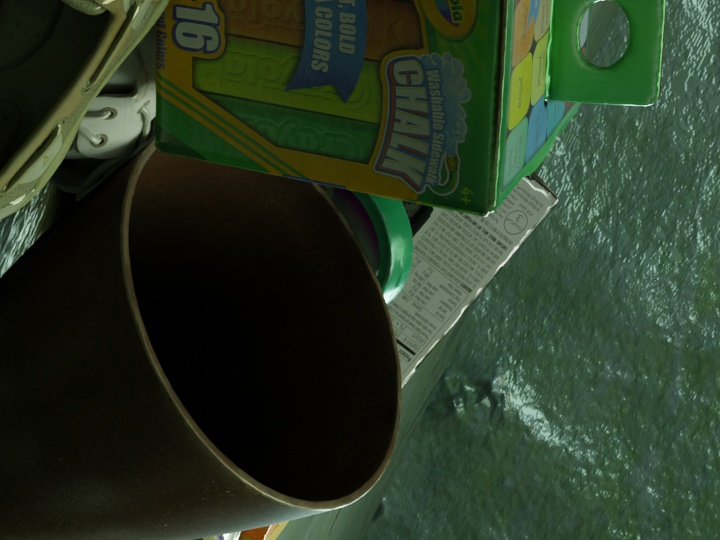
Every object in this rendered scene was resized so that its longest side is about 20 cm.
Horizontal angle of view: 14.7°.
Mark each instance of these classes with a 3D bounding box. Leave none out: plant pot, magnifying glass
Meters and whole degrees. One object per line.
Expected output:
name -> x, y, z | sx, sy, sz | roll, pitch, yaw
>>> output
plant pot -> -0.115, 0.055, 1.313 | 0.199, 0.188, 0.187 | -26, -166, 33
magnifying glass -> -0.044, 0.003, 1.402 | 0.022, 0.080, 0.200 | -24, 177, -41

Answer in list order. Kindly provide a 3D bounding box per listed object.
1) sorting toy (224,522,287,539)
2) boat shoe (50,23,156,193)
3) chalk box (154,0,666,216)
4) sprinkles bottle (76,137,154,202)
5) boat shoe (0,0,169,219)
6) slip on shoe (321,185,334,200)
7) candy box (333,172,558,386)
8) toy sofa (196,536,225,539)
sorting toy -> -0.032, 0.094, 1.679 | 0.200, 0.036, 0.186 | -48, 166, -30
boat shoe -> -0.119, -0.079, 1.236 | 0.070, 0.071, 0.200 | -58, 173, -15
chalk box -> 0.027, -0.108, 1.166 | 0.124, 0.199, 0.125 | -47, 143, -57
sprinkles bottle -> -0.126, 0.003, 1.499 | 0.068, 0.068, 0.200 | -56, 171, -34
boat shoe -> -0.127, -0.099, 1.117 | 0.201, 0.073, 0.063 | -57, 180, 26
slip on shoe -> -0.056, -0.108, 1.412 | 0.061, 0.075, 0.201 | -86, 160, -45
candy box -> 0.000, 0.000, 1.463 | 0.200, 0.061, 0.136 | -49, -152, 6
toy sofa -> -0.127, 0.119, 1.533 | 0.201, 0.082, 0.098 | 76, -3, -54
